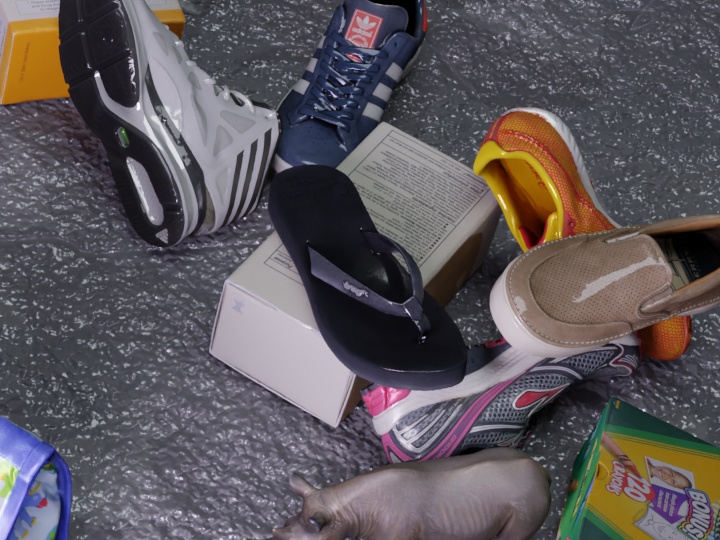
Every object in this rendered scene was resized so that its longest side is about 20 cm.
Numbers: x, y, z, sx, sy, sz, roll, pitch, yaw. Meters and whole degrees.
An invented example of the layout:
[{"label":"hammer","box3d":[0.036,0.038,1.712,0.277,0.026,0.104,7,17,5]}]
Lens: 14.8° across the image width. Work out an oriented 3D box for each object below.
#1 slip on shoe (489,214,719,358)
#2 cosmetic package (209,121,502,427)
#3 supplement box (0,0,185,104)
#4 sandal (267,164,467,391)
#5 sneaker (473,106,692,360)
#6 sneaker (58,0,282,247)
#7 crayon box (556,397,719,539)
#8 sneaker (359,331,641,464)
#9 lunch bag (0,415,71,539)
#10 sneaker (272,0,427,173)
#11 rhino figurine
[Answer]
[{"label":"slip on shoe","box3d":[0.167,0.004,1.731,0.200,0.061,0.076,-7,66,-37]},{"label":"cosmetic package","box3d":[0.000,0.000,1.787,0.105,0.071,0.200,31,46,15]},{"label":"supplement box","box3d":[-0.213,-0.213,1.928,0.126,0.074,0.200,-6,51,-22]},{"label":"sandal","box3d":[-0.002,0.000,1.700,0.076,0.043,0.200,-16,49,-26]},{"label":"sneaker","box3d":[0.140,-0.012,1.807,0.200,0.073,0.077,49,45,-10]},{"label":"sneaker","box3d":[-0.123,-0.119,1.841,0.115,0.076,0.201,-16,86,-43]},{"label":"crayon box","box3d":[0.179,0.165,1.643,0.119,0.058,0.200,26,27,-1]},{"label":"sneaker","box3d":[0.093,0.080,1.745,0.200,0.081,0.075,-17,82,-29]},{"label":"lunch bag","box3d":[-0.251,0.123,1.505,0.170,0.200,0.127,28,45,10]},{"label":"sneaker","box3d":[-0.007,-0.140,1.912,0.075,0.085,0.200,21,45,4]},{"label":"rhino figurine","box3d":[0.023,0.147,1.641,0.200,0.087,0.060,-4,48,-20]}]
